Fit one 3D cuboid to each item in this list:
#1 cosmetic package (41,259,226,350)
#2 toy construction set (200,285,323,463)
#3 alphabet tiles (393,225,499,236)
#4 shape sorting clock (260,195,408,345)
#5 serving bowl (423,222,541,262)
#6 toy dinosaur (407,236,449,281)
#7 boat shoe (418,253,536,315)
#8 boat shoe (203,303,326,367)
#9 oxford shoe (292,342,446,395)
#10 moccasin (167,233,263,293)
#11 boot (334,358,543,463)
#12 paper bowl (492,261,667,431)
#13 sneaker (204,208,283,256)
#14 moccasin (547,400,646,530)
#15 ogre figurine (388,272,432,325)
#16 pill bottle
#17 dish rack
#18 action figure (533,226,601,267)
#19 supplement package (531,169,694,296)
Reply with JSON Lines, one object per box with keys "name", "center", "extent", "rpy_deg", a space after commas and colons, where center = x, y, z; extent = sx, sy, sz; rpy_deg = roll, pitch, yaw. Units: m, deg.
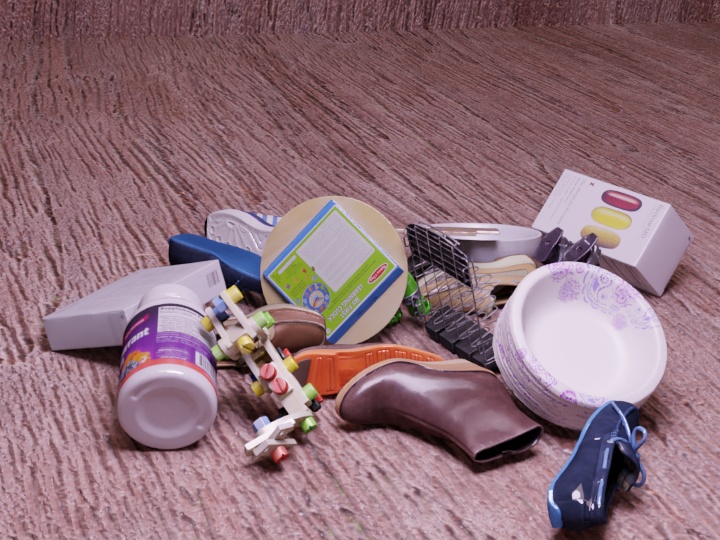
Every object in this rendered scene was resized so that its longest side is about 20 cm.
{"name": "cosmetic package", "center": [-0.297, 0.045, 1.555], "extent": [0.150, 0.052, 0.200], "rpy_deg": [-4, 17, 33]}
{"name": "toy construction set", "center": [-0.106, 0.122, 1.326], "extent": [0.092, 0.201, 0.131], "rpy_deg": [-23, -21, 4]}
{"name": "alphabet tiles", "center": [0.116, -0.057, 1.681], "extent": [0.166, 0.008, 0.200], "rpy_deg": [2, 5, 5]}
{"name": "shape sorting clock", "center": [-0.035, 0.002, 1.560], "extent": [0.199, 0.202, 0.039], "rpy_deg": [7, 0, 11]}
{"name": "serving bowl", "center": [0.176, -0.029, 1.790], "extent": [0.199, 0.066, 0.200], "rpy_deg": [0, 9, 0]}
{"name": "toy dinosaur", "center": [0.086, -0.008, 1.686], "extent": [0.200, 0.048, 0.088], "rpy_deg": [-35, -6, 42]}
{"name": "boat shoe", "center": [0.168, 0.031, 1.671], "extent": [0.199, 0.072, 0.076], "rpy_deg": [-15, 51, -12]}
{"name": "boat shoe", "center": [-0.142, 0.094, 1.494], "extent": [0.198, 0.076, 0.074], "rpy_deg": [-5, 28, 3]}
{"name": "oxford shoe", "center": [0.010, 0.115, 1.454], "extent": [0.198, 0.072, 0.073], "rpy_deg": [4, 15, -1]}
{"name": "moccasin", "center": [-0.197, 0.002, 1.704], "extent": [0.199, 0.069, 0.080], "rpy_deg": [22, 22, 36]}
{"name": "boot", "center": [0.088, 0.164, 1.340], "extent": [0.199, 0.073, 0.166], "rpy_deg": [-12, 29, -22]}
{"name": "paper bowl", "center": [0.257, 0.099, 1.408], "extent": [0.199, 0.105, 0.202], "rpy_deg": [9, 54, -12]}
{"name": "sneaker", "center": [-0.129, -0.056, 1.844], "extent": [0.199, 0.081, 0.146], "rpy_deg": [13, 17, 32]}
{"name": "moccasin", "center": [0.263, 0.211, 1.232], "extent": [0.068, 0.081, 0.200], "rpy_deg": [0, 32, 34]}
{"name": "ogre figurine", "center": [0.000, 0.000, 1.639], "extent": [0.098, 0.120, 0.200], "rpy_deg": [-32, 39, -21]}
{"name": "pill bottle", "center": [-0.223, 0.103, 1.364], "extent": [0.111, 0.112, 0.200], "rpy_deg": [-1, 32, -7]}
{"name": "dish rack", "center": [0.124, 0.028, 1.515], "extent": [0.054, 0.201, 0.153], "rpy_deg": [-29, 34, -23]}
{"name": "action figure", "center": [0.321, 0.015, 1.626], "extent": [0.130, 0.070, 0.200], "rpy_deg": [33, -7, 43]}
{"name": "supplement package", "center": [0.386, -0.060, 1.797], "extent": [0.199, 0.114, 0.109], "rpy_deg": [25, -9, 43]}
